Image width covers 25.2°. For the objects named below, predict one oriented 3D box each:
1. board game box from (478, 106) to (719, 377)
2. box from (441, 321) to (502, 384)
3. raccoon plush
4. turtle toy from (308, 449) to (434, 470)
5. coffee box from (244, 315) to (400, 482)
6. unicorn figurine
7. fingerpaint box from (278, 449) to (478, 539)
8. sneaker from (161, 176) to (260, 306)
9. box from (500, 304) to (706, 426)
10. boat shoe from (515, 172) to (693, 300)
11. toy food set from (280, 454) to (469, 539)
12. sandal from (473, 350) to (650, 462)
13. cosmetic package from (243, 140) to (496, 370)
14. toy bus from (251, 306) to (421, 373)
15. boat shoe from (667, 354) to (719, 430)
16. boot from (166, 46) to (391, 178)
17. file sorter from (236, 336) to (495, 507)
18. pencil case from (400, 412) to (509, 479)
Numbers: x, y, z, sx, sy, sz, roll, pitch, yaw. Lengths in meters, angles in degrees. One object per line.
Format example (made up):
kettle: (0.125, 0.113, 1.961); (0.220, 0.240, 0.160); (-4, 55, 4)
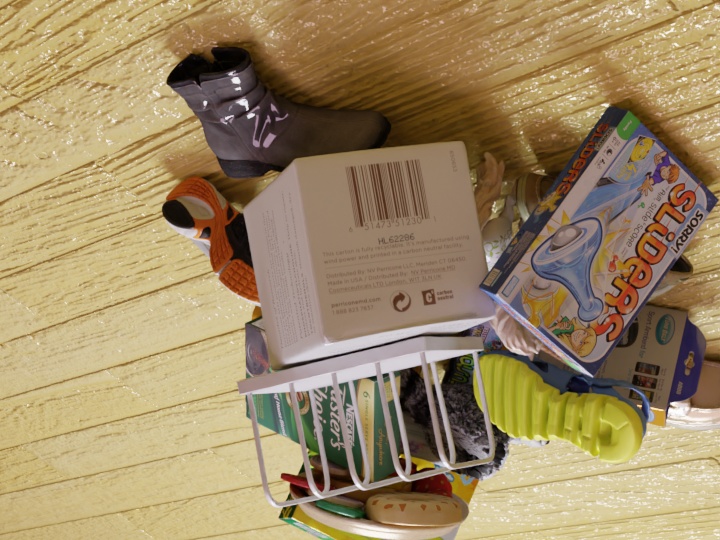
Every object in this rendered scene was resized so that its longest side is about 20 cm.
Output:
board game box: (0.212, -0.025, 1.424); (0.135, 0.200, 0.034); (38, 174, -27)
box: (0.157, 0.099, 1.776); (0.110, 0.035, 0.200); (19, 148, 3)
raccoon plush: (0.122, 0.124, 1.715); (0.200, 0.134, 0.097); (51, 149, -14)
turtle toy: (0.026, 0.199, 1.883); (0.200, 0.146, 0.101); (-16, 151, -18)
coffee box: (-0.042, 0.131, 1.702); (0.200, 0.044, 0.123); (23, 122, 39)
unicorn figurine: (0.139, -0.008, 1.532); (0.074, 0.138, 0.200); (-13, 137, 34)
fingerpaint box: (0.026, 0.269, 1.968); (0.200, 0.167, 0.073); (27, 165, -12)
sneaker: (-0.121, -0.021, 1.671); (0.200, 0.076, 0.092); (46, -178, 39)
box: (0.245, 0.086, 1.630); (0.200, 0.119, 0.042); (12, 149, 14)
boat shoe: (0.227, -0.037, 1.509); (0.201, 0.073, 0.063); (36, 137, -28)
toy food set: (0.017, 0.235, 1.703); (0.197, 0.049, 0.200); (10, -170, 11)
sandal: (0.199, 0.127, 1.556); (0.200, 0.087, 0.080); (22, 115, 34)
cosmetic package: (0.004, -0.010, 1.485); (0.167, 0.167, 0.200); (-8, 173, -18)
toy bus: (-0.022, 0.063, 1.791); (0.200, 0.065, 0.078); (14, 147, 9)
boat shoe: (0.317, 0.117, 1.680); (0.200, 0.074, 0.069); (2, 149, 28)
boot: (-0.082, -0.152, 1.513); (0.200, 0.070, 0.132); (-6, 134, 28)
file sorter: (0.012, 0.143, 1.528); (0.200, 0.125, 0.139); (-15, 172, 25)
pencil case: (0.068, 0.170, 1.782); (0.200, 0.083, 0.091); (18, 179, -24)
